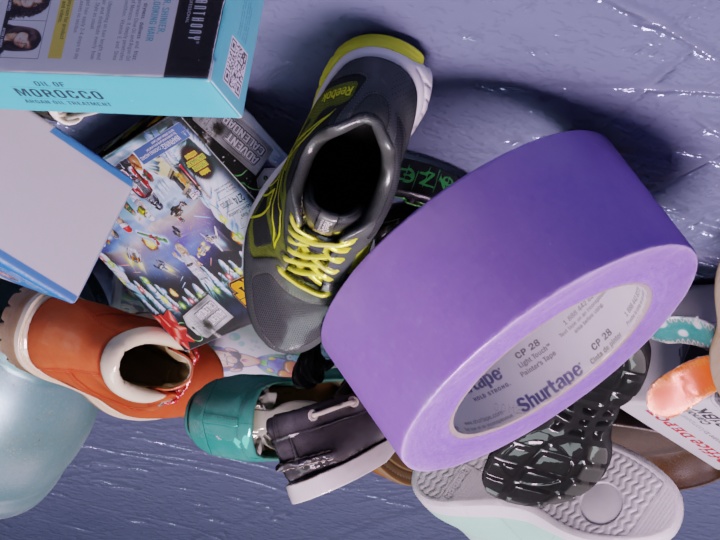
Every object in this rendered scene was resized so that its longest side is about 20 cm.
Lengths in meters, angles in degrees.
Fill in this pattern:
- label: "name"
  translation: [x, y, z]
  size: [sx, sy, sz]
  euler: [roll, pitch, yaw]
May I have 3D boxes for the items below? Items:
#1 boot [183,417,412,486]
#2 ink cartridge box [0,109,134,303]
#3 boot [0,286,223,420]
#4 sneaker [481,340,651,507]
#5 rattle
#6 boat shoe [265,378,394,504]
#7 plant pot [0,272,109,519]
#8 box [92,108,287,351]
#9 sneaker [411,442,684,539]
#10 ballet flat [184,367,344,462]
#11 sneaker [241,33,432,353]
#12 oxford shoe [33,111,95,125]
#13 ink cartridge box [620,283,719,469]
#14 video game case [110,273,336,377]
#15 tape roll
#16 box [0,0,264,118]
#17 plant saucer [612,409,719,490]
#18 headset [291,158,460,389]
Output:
- label: "boot"
  translation: [-0.051, 0.109, 1.847]
  size: [0.155, 0.074, 0.200]
  euler: [-13, 138, 45]
- label: "ink cartridge box"
  translation: [-0.253, -0.064, 1.354]
  size: [0.200, 0.085, 0.144]
  euler: [18, 169, 40]
- label: "boot"
  translation: [-0.137, 0.067, 1.573]
  size: [0.107, 0.075, 0.200]
  euler: [14, 177, 34]
- label: "sneaker"
  translation: [0.135, 0.078, 1.528]
  size: [0.075, 0.079, 0.200]
  euler: [15, 137, -13]
- label: "rattle"
  translation: [0.272, 0.029, 1.435]
  size: [0.143, 0.130, 0.200]
  euler: [-31, 168, -27]
- label: "boat shoe"
  translation: [0.010, 0.087, 1.537]
  size: [0.074, 0.060, 0.200]
  euler: [-20, -175, 43]
- label: "plant pot"
  translation: [-0.254, 0.053, 1.646]
  size: [0.200, 0.201, 0.134]
  euler: [22, 132, -31]
- label: "box"
  translation: [-0.096, -0.030, 1.425]
  size: [0.137, 0.040, 0.200]
  euler: [48, 150, -11]
- label: "sneaker"
  translation: [0.147, 0.167, 1.667]
  size: [0.200, 0.074, 0.118]
  euler: [6, 158, 32]
- label: "ballet flat"
  translation: [-0.026, 0.102, 1.598]
  size: [0.070, 0.068, 0.200]
  euler: [9, -174, 43]
- label: "sneaker"
  translation: [-0.024, -0.031, 1.277]
  size: [0.074, 0.085, 0.200]
  euler: [20, 122, 1]
- label: "oxford shoe"
  translation: [-0.170, -0.108, 1.306]
  size: [0.200, 0.058, 0.075]
  euler: [-2, 162, 38]
- label: "ink cartridge box"
  translation: [0.284, 0.068, 1.533]
  size: [0.200, 0.084, 0.144]
  euler: [-4, 156, 38]
- label: "video game case"
  translation: [-0.085, 0.041, 1.665]
  size: [0.182, 0.024, 0.200]
  euler: [12, 147, -2]
- label: "tape roll"
  translation: [0.083, 0.019, 1.326]
  size: [0.200, 0.085, 0.200]
  euler: [-30, 158, -13]
- label: "box"
  translation: [-0.152, -0.126, 1.207]
  size: [0.200, 0.082, 0.049]
  euler: [4, 161, 19]
- label: "plant saucer"
  translation: [0.162, 0.121, 1.693]
  size: [0.200, 0.032, 0.200]
  euler: [4, 161, 1]
- label: "headset"
  translation: [0.000, 0.000, 1.471]
  size: [0.123, 0.094, 0.200]
  euler: [16, 152, -16]
